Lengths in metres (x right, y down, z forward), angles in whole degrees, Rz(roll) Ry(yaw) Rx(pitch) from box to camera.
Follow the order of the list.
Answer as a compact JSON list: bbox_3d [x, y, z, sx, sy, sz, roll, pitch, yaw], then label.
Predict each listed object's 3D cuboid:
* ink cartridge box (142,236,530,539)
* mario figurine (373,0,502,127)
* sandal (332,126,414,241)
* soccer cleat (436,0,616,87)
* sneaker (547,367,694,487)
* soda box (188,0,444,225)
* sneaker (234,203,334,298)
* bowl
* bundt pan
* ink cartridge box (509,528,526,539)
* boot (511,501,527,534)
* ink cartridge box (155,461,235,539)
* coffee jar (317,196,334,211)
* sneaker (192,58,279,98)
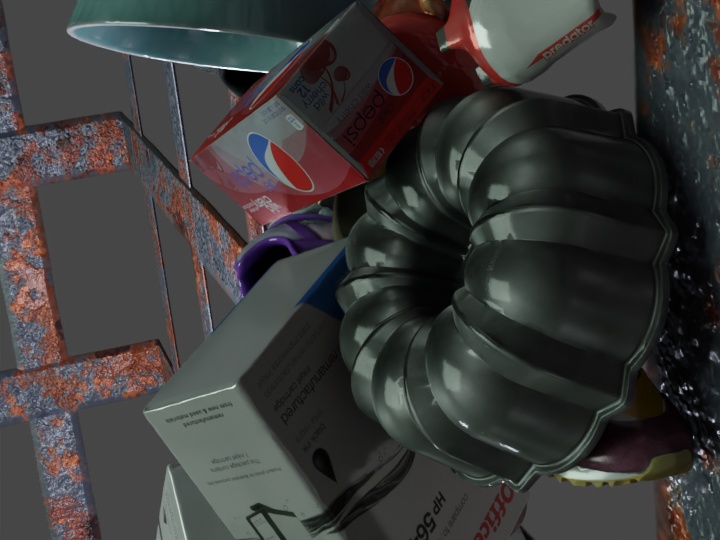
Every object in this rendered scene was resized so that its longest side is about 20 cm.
[{"bbox_3d":[-0.004,0.105,0.742,0.084,0.146,0.201,-19,113,40],"label":"ink cartridge box"},{"bbox_3d":[0.051,-0.167,0.750,0.123,0.105,0.202,36,-137,-57],"label":"mario figurine"},{"bbox_3d":[0.016,-0.072,0.816,0.201,0.080,0.054,-90,-16,-44],"label":"sandal"},{"bbox_3d":[0.078,-0.181,0.629,0.085,0.068,0.201,-20,57,35],"label":"soccer cleat"},{"bbox_3d":[0.100,0.040,0.675,0.200,0.074,0.091,-148,55,-62],"label":"sneaker"},{"bbox_3d":[-0.032,-0.079,0.727,0.063,0.070,0.200,41,164,-11],"label":"soda box"},{"bbox_3d":[0.000,0.000,0.839,0.199,0.088,0.081,0,103,35],"label":"sneaker"},{"bbox_3d":[-0.074,-0.184,0.809,0.201,0.199,0.106,-169,84,-74],"label":"bowl"},{"bbox_3d":[0.055,0.001,0.639,0.202,0.075,0.203,-32,50,48],"label":"bundt pan"},{"bbox_3d":[0.023,0.232,0.955,0.201,0.146,0.147,95,157,-44],"label":"ink cartridge box"},{"bbox_3d":[0.041,0.098,0.883,0.200,0.073,0.076,55,177,42],"label":"boot"},{"bbox_3d":[-0.077,0.215,0.866,0.200,0.084,0.146,111,144,-62],"label":"ink cartridge box"},{"bbox_3d":[-0.014,-0.065,0.990,0.200,0.085,0.105,-119,23,-48],"label":"coffee jar"},{"bbox_3d":[-0.059,-0.170,0.973,0.200,0.139,0.078,-119,23,-48],"label":"sneaker"}]
